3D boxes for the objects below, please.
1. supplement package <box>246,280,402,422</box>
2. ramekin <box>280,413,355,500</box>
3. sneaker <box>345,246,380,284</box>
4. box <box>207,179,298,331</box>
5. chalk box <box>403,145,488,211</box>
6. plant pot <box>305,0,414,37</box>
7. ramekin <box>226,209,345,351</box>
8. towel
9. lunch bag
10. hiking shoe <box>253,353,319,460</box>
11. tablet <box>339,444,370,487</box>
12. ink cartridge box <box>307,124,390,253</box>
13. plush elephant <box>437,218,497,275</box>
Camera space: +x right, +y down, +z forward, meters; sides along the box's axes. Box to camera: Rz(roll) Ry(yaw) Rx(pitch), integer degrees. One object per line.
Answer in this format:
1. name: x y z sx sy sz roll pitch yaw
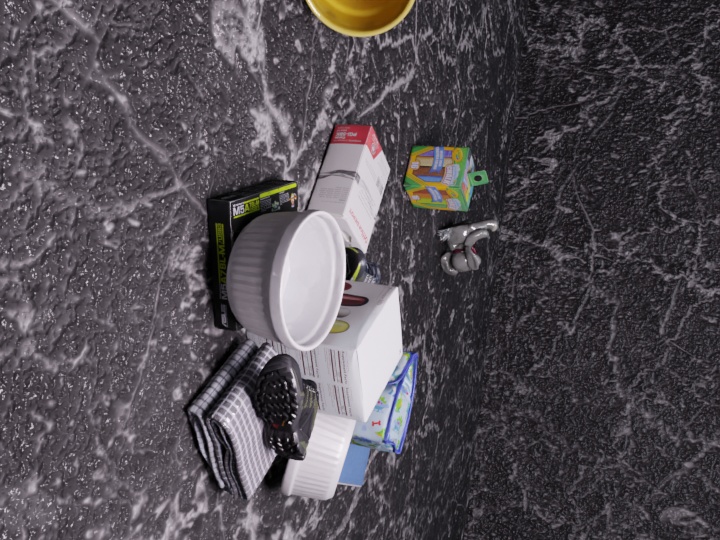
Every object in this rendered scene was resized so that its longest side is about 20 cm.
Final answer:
1. supplement package: -0.053 0.123 1.149 0.192 0.197 0.149 -53 144 -52
2. ramekin: -0.069 0.315 1.217 0.202 0.093 0.206 17 90 -87
3. sneaker: 0.000 0.000 1.326 0.200 0.080 0.075 106 -27 -74
4. box: -0.158 -0.030 1.049 0.200 0.047 0.197 -34 125 -61
5. chalk box: 0.228 -0.236 1.747 0.125 0.197 0.126 53 48 -59
6. plant pot: 0.005 -0.533 1.137 0.202 0.197 0.191 73 18 -45
7. ramekin: -0.109 0.010 0.987 0.200 0.103 0.204 7 90 -66
8. towel: -0.171 0.233 1.039 0.166 0.084 0.202 -58 147 -46
9. lunch bag: 0.017 0.250 1.384 0.128 0.167 0.203 58 45 -55
10. hiking shoe: -0.105 0.187 1.009 0.101 0.074 0.202 -66 160 -50
11. tablet: -0.018 0.434 1.576 0.200 0.013 0.132 45 55 -62
12. ink cartridge box: -0.020 -0.156 1.306 0.147 0.082 0.203 59 43 -57
13. plush elephant: 0.329 -0.068 2.118 0.198 0.164 0.158 -16 100 -36
